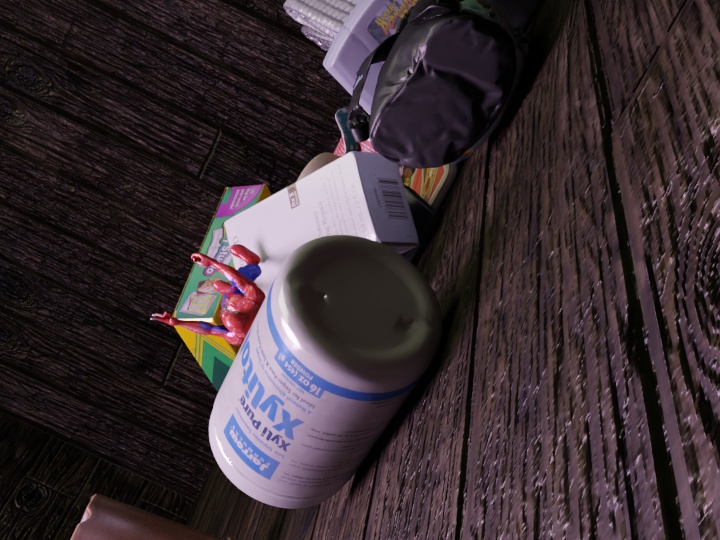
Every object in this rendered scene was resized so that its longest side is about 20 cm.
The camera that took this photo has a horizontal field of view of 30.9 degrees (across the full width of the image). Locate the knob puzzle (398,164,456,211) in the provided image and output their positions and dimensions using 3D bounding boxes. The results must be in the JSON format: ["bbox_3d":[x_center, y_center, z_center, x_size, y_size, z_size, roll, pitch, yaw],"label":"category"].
[{"bbox_3d":[0.050,-0.117,1.395,0.220,0.030,0.220,-45,39,52],"label":"knob puzzle"}]

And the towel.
[{"bbox_3d":[0.025,-0.297,1.385,0.166,0.086,0.200,-46,33,-4],"label":"towel"}]

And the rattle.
[{"bbox_3d":[0.002,-0.086,1.477,0.200,0.142,0.130,-53,-42,-38],"label":"rattle"}]

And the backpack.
[{"bbox_3d":[0.079,-0.182,1.181,0.167,0.126,0.200,-48,12,22],"label":"backpack"}]

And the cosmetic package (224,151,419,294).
[{"bbox_3d":[-0.043,-0.038,1.330,0.200,0.074,0.102,-26,72,37],"label":"cosmetic package"}]

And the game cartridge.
[{"bbox_3d":[0.065,-0.240,1.285,0.200,0.133,0.041,-45,23,4],"label":"game cartridge"}]

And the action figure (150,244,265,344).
[{"bbox_3d":[-0.140,0.016,1.234,0.200,0.099,0.065,-121,53,-73],"label":"action figure"}]

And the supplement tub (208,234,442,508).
[{"bbox_3d":[-0.030,0.080,0.995,0.200,0.132,0.132,119,174,-45],"label":"supplement tub"}]

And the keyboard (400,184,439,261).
[{"bbox_3d":[0.000,0.000,1.355,0.200,0.021,0.127,-54,38,10],"label":"keyboard"}]

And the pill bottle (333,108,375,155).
[{"bbox_3d":[0.018,-0.159,1.872,0.112,0.112,0.200,-75,11,-67],"label":"pill bottle"}]

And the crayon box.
[{"bbox_3d":[-0.123,0.035,1.453,0.173,0.058,0.200,63,-148,-41],"label":"crayon box"}]

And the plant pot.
[{"bbox_3d":[-0.217,0.337,1.339,0.200,0.198,0.201,-154,90,-87],"label":"plant pot"}]
